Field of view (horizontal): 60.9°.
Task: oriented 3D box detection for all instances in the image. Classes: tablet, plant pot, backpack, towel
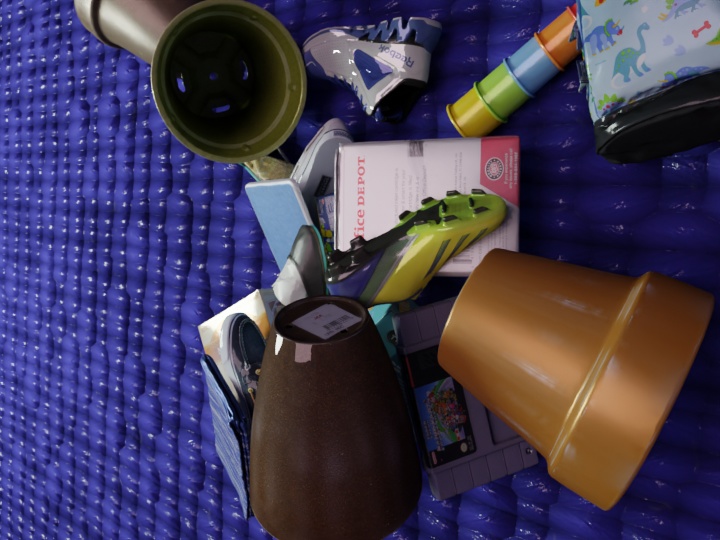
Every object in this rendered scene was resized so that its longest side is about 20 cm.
[{"bbox_3d":[-0.085,-0.027,0.824,0.130,0.014,0.202,6,122,52],"label":"tablet"},{"bbox_3d":[-0.318,-0.406,0.975,0.175,0.200,0.201,45,118,9],"label":"plant pot"},{"bbox_3d":[0.178,0.074,0.551,0.182,0.200,0.202,27,107,23],"label":"plant pot"},{"bbox_3d":[0.256,-0.213,0.510,0.162,0.153,0.202,-9,73,44],"label":"backpack"},{"bbox_3d":[-0.185,0.230,0.843,0.145,0.024,0.202,44,142,46],"label":"towel"},{"bbox_3d":[-0.196,-0.268,0.859,0.184,0.199,0.202,42,118,60],"label":"plant pot"},{"bbox_3d":[-0.030,0.134,0.615,0.186,0.186,0.202,18,122,36],"label":"plant pot"}]

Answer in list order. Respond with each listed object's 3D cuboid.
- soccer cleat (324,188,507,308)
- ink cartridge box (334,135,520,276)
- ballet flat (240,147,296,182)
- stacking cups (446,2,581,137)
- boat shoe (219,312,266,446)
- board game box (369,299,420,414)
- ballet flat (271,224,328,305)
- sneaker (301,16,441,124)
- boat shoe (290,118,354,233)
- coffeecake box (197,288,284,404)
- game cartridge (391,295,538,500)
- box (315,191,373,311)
[{"bbox_3d":[0.059,-0.015,0.624,0.199,0.065,0.084,-25,118,13],"label":"soccer cleat"},{"bbox_3d":[0.075,-0.067,0.682,0.198,0.085,0.147,1,92,14],"label":"ink cartridge box"},{"bbox_3d":[-0.159,-0.175,0.924,0.200,0.070,0.071,40,114,31],"label":"ballet flat"},{"bbox_3d":[0.186,-0.214,0.650,0.199,0.060,0.061,-35,70,31],"label":"stacking cups"},{"bbox_3d":[-0.116,0.146,0.802,0.090,0.071,0.202,-17,88,34],"label":"boat shoe"},{"bbox_3d":[0.032,0.136,0.732,0.151,0.047,0.200,38,120,-13],"label":"board game box"},{"bbox_3d":[-0.071,0.039,0.779,0.068,0.068,0.202,43,149,49],"label":"ballet flat"},{"bbox_3d":[0.007,-0.243,0.774,0.198,0.080,0.116,4,91,36],"label":"sneaker"},{"bbox_3d":[-0.064,-0.117,0.849,0.200,0.073,0.066,-52,31,32],"label":"boat shoe"},{"bbox_3d":[-0.146,0.148,0.907,0.153,0.073,0.202,-29,74,34],"label":"coffeecake box"},{"bbox_3d":[0.112,0.130,0.655,0.038,0.129,0.202,178,78,-70],"label":"game cartridge"},{"bbox_3d":[0.000,0.000,0.784,0.064,0.070,0.202,-12,83,22],"label":"box"}]
